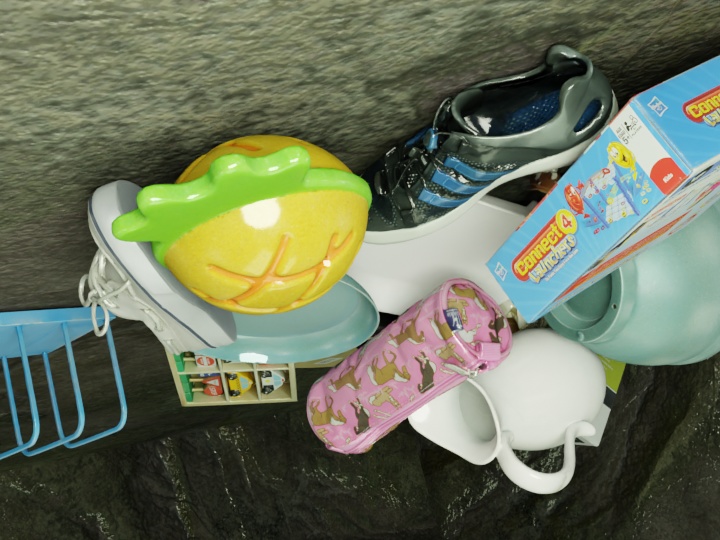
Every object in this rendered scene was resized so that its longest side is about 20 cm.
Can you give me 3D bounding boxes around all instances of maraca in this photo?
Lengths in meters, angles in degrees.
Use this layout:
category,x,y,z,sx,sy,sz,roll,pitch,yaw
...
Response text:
category,x,y,z,sx,sy,sz,roll,pitch,yaw
maraca,-0.064,-0.031,0.552,0.137,0.107,0.200,-24,167,9

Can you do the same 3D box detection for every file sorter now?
category,x,y,z,sx,sy,sz,roll,pitch,yaw
file sorter,-0.341,0.114,0.867,0.139,0.123,0.200,-25,165,39

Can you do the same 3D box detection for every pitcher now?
category,x,y,z,sx,sy,sz,roll,pitch,yaw
pitcher,0.171,0.138,0.908,0.200,0.172,0.121,-10,130,-42

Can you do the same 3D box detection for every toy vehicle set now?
category,x,y,z,sx,sy,sz,roll,pitch,yaw
toy vehicle set,-0.130,0.073,0.922,0.124,0.027,0.200,-3,143,-2

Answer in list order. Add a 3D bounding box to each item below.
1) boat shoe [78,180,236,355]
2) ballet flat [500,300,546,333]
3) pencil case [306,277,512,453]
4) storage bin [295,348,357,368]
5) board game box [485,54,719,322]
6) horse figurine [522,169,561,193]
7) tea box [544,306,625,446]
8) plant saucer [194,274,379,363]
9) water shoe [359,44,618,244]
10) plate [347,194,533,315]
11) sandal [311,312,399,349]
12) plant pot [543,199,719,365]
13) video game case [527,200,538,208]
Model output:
category,x,y,z,sx,sy,sz,roll,pitch,yaw
boat shoe,-0.159,0.011,0.647,0.086,0.075,0.202,-19,155,4
ballet flat,0.138,0.067,1.004,0.200,0.068,0.075,-37,148,-18
pencil case,0.038,0.089,0.817,0.200,0.083,0.087,-39,-179,34
storage bin,-0.010,0.050,1.071,0.198,0.094,0.200,-18,169,18
board game box,0.209,-0.067,0.635,0.200,0.056,0.196,-27,164,-31
horse figurine,0.260,-0.097,0.808,0.200,0.050,0.133,-8,162,-21
tea box,0.212,0.098,1.154,0.134,0.197,0.200,37,155,-27
plant saucer,-0.083,0.031,0.794,0.200,0.027,0.200,0,152,0
water shoe,0.063,-0.085,0.600,0.200,0.072,0.079,-25,147,20
plate,0.066,-0.015,0.781,0.199,0.032,0.200,12,149,-31
sandal,0.044,0.068,0.907,0.200,0.045,0.075,4,-169,-18
plant pot,0.254,0.002,0.898,0.134,0.201,0.200,-7,167,-33
video game case,0.138,0.017,1.021,0.143,0.017,0.200,-42,161,-14
